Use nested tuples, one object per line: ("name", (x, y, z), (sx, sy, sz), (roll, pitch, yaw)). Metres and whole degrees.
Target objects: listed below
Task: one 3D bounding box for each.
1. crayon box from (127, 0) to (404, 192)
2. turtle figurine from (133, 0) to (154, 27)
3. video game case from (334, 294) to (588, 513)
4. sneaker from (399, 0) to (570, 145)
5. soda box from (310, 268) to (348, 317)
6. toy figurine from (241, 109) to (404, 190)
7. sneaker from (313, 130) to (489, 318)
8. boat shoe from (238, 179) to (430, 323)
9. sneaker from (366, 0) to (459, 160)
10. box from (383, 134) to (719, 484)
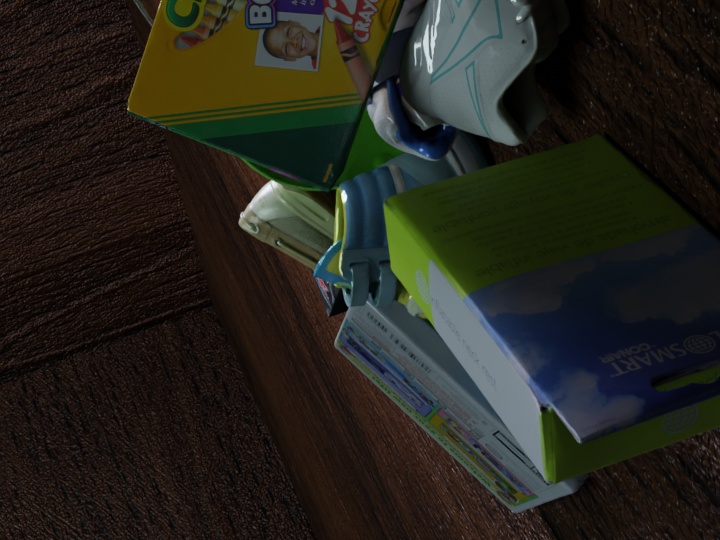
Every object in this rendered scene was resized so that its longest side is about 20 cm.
("crayon box", (-0.033, -0.158, 0.695), (0.058, 0.118, 0.201), (-68, -1, -75))
("turtle figurine", (-0.131, -0.234, 1.257), (0.194, 0.143, 0.200), (59, 169, 30))
("video game case", (0.066, 0.096, 0.971), (0.200, 0.022, 0.182), (42, 165, 6))
("sneaker", (0.068, -0.148, 0.647), (0.080, 0.070, 0.201), (34, 146, 30))
("soda box", (-0.002, -0.016, 1.193), (0.200, 0.070, 0.064), (111, 138, -74))
("toy figurine", (-0.017, -0.134, 1.009), (0.200, 0.150, 0.184), (48, -172, -13))
("sneaker", (0.044, 0.019, 0.863), (0.080, 0.130, 0.201), (133, 116, -77))
("boat shoe", (0.000, 0.001, 1.019), (0.200, 0.063, 0.073), (39, -162, -20))
("sneaker", (0.026, -0.154, 0.759), (0.200, 0.080, 0.147), (82, 167, -55))
("box", (0.101, 0.014, 0.583), (0.200, 0.121, 0.048), (-124, 21, -53))
